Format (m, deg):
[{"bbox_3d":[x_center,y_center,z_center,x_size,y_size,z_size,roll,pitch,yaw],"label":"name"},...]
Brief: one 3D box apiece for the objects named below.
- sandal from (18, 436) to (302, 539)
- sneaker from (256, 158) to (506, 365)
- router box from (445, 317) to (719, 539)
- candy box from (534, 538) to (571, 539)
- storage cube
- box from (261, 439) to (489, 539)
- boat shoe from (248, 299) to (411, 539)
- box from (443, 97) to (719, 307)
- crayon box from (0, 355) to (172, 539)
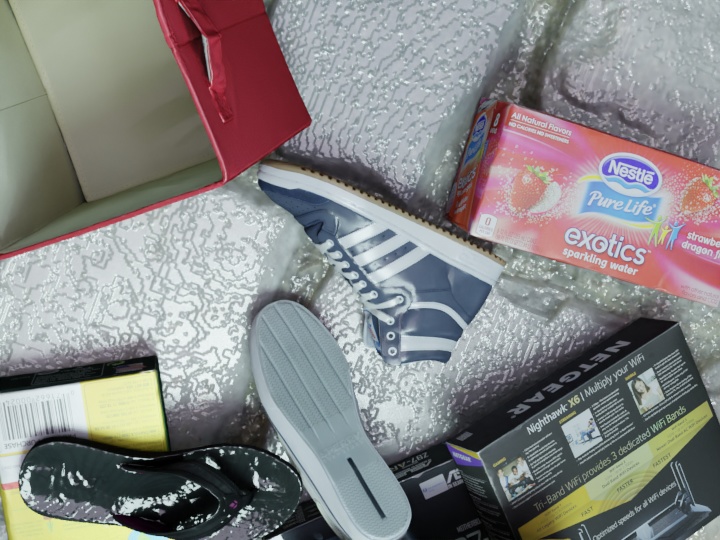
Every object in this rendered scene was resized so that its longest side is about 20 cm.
[{"bbox_3d":[-0.141,0.161,0.940,0.200,0.048,0.075,4,101,-5],"label":"sandal"},{"bbox_3d":[0.000,0.000,0.980,0.200,0.070,0.109,25,93,-15],"label":"sneaker"},{"bbox_3d":[0.183,0.151,1.015,0.200,0.052,0.157,-29,104,-20],"label":"router box"},{"bbox_3d":[0.057,0.231,0.948,0.200,0.026,0.102,-6,133,14],"label":"candy box"},{"bbox_3d":[-0.160,-0.129,0.853,0.200,0.180,0.171,-16,102,20],"label":"storage cube"},{"bbox_3d":[0.042,0.232,1.039,0.200,0.044,0.160,-22,103,-4],"label":"box"},{"bbox_3d":[-0.034,0.121,0.983,0.073,0.067,0.200,-15,69,-27],"label":"boat shoe"},{"bbox_3d":[0.174,-0.051,0.983,0.200,0.095,0.100,16,96,-11],"label":"box"},{"bbox_3d":[-0.199,0.172,0.989,0.127,0.051,0.200,-7,100,-7],"label":"crayon box"}]
